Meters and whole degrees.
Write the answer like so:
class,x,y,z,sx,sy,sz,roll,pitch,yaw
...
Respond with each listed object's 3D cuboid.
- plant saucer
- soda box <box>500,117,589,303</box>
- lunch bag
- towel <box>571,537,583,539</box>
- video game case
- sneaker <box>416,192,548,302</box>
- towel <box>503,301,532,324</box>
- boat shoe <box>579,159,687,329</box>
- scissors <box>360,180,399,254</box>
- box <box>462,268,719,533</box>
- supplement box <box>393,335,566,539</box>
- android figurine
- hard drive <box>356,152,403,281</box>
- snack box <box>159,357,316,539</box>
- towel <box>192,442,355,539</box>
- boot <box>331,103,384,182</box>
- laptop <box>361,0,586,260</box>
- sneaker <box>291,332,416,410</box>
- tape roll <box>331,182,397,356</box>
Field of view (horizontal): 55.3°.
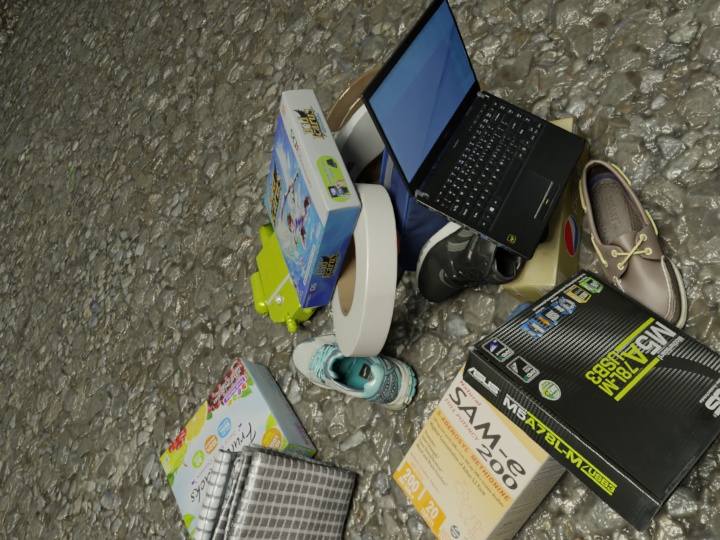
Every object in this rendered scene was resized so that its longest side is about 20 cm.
class,x,y,z,sx,sy,sz,roll,pitch,yaw
plant saucer,0.022,-0.201,0.985,0.197,0.029,0.204,-17,61,33
soda box,0.214,-0.067,0.792,0.067,0.064,0.204,-2,69,37
lunch bag,0.097,-0.102,0.821,0.133,0.202,0.134,-4,52,-11
towel,0.153,0.365,0.679,0.198,0.022,0.149,-28,56,24
video game case,-0.067,-0.084,0.853,0.201,0.044,0.184,111,144,-52
sneaker,0.128,-0.014,0.756,0.201,0.074,0.089,-53,35,40
towel,0.213,0.124,0.719,0.113,0.048,0.200,-54,48,5
boat shoe,0.281,-0.028,0.724,0.071,0.059,0.204,-25,57,25
scissors,0.022,-0.078,0.854,0.014,0.074,0.202,-6,45,-7
box,0.224,0.099,0.617,0.192,0.198,0.048,38,137,33
supplement box,0.131,0.183,0.698,0.126,0.073,0.202,47,120,38
android figurine,-0.106,-0.006,1.014,0.182,0.040,0.203,-47,46,36
hard drive,0.032,-0.077,0.963,0.138,0.033,0.203,24,87,42
snack box,-0.175,0.256,0.956,0.201,0.067,0.169,-50,48,11
towel,-0.094,0.295,0.786,0.084,0.199,0.169,6,75,38
boot,-0.029,-0.174,0.941,0.201,0.073,0.096,-51,48,17
laptop,0.120,-0.144,0.667,0.197,0.104,0.179,28,60,10
sneaker,-0.024,0.117,0.883,0.197,0.086,0.079,9,79,41
tape roll,0.000,0.000,0.817,0.202,0.036,0.208,-178,90,-76
